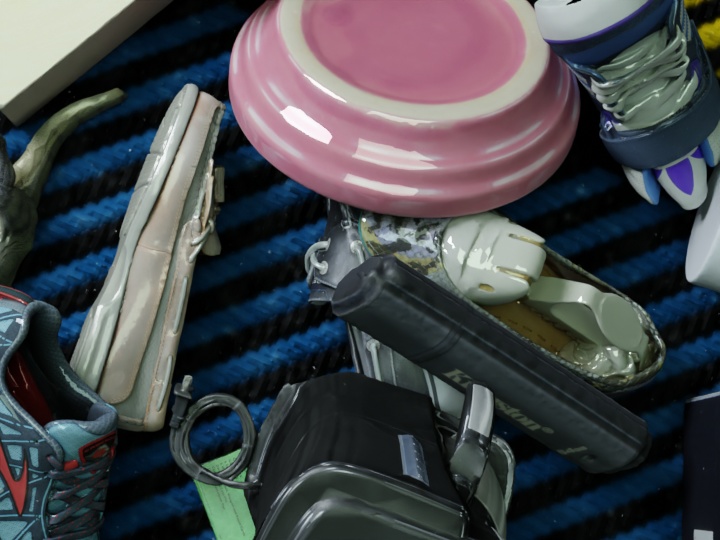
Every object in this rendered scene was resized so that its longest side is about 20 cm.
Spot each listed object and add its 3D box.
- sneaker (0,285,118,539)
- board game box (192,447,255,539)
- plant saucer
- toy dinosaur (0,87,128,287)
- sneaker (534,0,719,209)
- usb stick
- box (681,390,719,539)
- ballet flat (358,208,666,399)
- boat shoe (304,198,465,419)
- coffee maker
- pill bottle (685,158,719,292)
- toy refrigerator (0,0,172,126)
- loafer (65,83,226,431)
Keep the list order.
[{"bbox_3d":[-0.170,0.106,0.765,0.095,0.079,0.201,-14,104,28],"label":"sneaker"},{"bbox_3d":[-0.014,0.187,0.814,0.104,0.023,0.201,-21,82,-3],"label":"board game box"},{"bbox_3d":[0.027,-0.116,0.798,0.199,0.051,0.201,4,48,-5],"label":"plant saucer"},{"bbox_3d":[-0.213,-0.038,0.824,0.047,0.088,0.201,16,76,41],"label":"toy dinosaur"},{"bbox_3d":[0.160,-0.099,0.774,0.080,0.200,0.147,-28,98,12],"label":"sneaker"},{"bbox_3d":[0.072,0.054,0.773,0.200,0.055,0.033,33,52,-21],"label":"usb stick"},{"bbox_3d":[0.276,0.170,0.780,0.181,0.104,0.201,3,81,-2],"label":"box"},{"bbox_3d":[0.093,0.007,0.783,0.200,0.072,0.072,32,81,-22],"label":"ballet flat"},{"bbox_3d":[0.000,0.000,0.821,0.068,0.072,0.201,-17,89,-9],"label":"boat shoe"},{"bbox_3d":[-0.012,0.133,0.701,0.191,0.200,0.135,0,98,1],"label":"coffee maker"},{"bbox_3d":[0.292,-0.003,0.803,0.199,0.112,0.113,17,81,2],"label":"pill bottle"},{"bbox_3d":[-0.154,-0.180,0.847,0.200,0.070,0.076,-41,90,-6],"label":"toy refrigerator"},{"bbox_3d":[-0.112,-0.005,0.827,0.063,0.072,0.201,21,88,-14],"label":"loafer"}]
